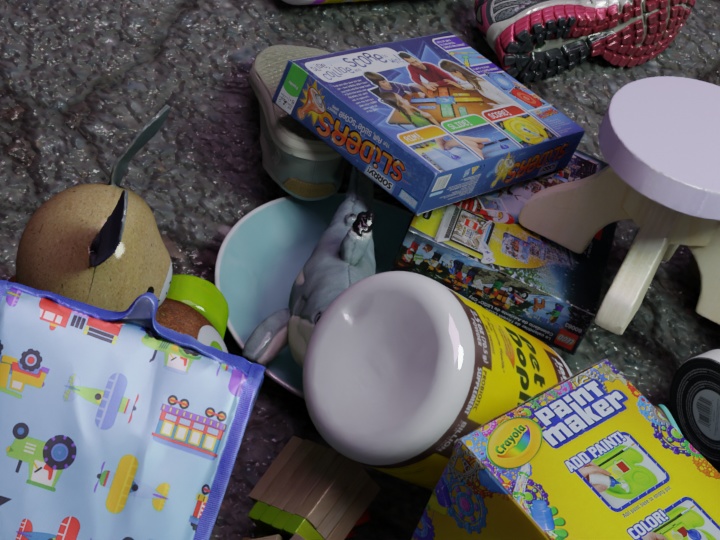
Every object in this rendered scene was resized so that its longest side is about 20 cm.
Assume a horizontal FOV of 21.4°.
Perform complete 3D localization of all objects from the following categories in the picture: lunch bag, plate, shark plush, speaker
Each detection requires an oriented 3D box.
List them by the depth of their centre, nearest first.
[{"bbox_3d":[-0.145,0.107,0.993,0.149,0.202,0.094,19,1,-3],"label":"lunch bag"},{"bbox_3d":[0.000,0.000,1.208,0.090,0.084,0.201,24,43,4],"label":"shark plush"},{"bbox_3d":[-0.002,0.027,1.260,0.198,0.026,0.201,11,43,-11],"label":"plate"},{"bbox_3d":[0.307,0.069,1.300,0.199,0.082,0.081,-18,56,-34],"label":"speaker"}]

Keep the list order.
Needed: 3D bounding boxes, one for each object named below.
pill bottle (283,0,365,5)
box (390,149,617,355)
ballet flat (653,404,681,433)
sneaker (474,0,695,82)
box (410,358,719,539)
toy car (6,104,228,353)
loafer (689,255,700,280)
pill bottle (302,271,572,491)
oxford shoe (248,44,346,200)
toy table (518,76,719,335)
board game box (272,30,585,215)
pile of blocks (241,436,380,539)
[{"bbox_3d":[0.026,-0.266,1.503,0.198,0.105,0.105,-7,50,-28],"label":"pill bottle"},{"bbox_3d":[0.108,-0.035,1.330,0.136,0.038,0.200,25,34,0],"label":"box"},{"bbox_3d":[0.205,0.171,1.178,0.070,0.071,0.201,-11,53,-30],"label":"ballet flat"},{"bbox_3d":[0.185,-0.212,1.530,0.198,0.081,0.075,-10,49,-29],"label":"sneaker"},{"bbox_3d":[0.121,0.196,1.014,0.121,0.201,0.193,-24,60,-37],"label":"box"},{"bbox_3d":[-0.136,0.009,1.090,0.156,0.201,0.165,15,39,-6],"label":"toy car"},{"bbox_3d":[0.288,-0.011,1.315,0.075,0.068,0.200,-14,16,-22],"label":"loafer"},{"bbox_3d":[0.059,0.077,1.121,0.200,0.109,0.110,28,24,-55],"label":"pill bottle"},{"bbox_3d":[-0.043,-0.109,1.356,0.074,0.058,0.201,2,29,-7],"label":"oxford shoe"},{"bbox_3d":[0.202,-0.042,1.245,0.183,0.118,0.199,32,30,22],"label":"toy table"},{"bbox_3d":[0.050,-0.106,1.308,0.135,0.035,0.199,39,31,23],"label":"board game box"},{"bbox_3d":[-0.041,0.190,1.071,0.062,0.082,0.201,50,43,-33],"label":"pile of blocks"}]
